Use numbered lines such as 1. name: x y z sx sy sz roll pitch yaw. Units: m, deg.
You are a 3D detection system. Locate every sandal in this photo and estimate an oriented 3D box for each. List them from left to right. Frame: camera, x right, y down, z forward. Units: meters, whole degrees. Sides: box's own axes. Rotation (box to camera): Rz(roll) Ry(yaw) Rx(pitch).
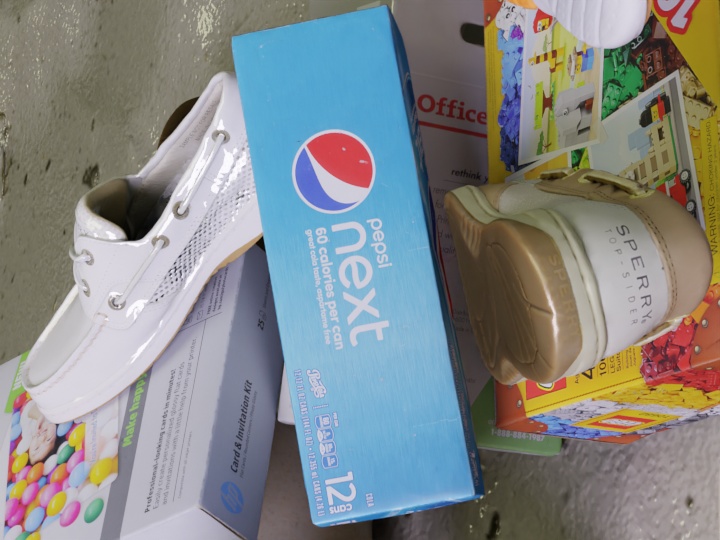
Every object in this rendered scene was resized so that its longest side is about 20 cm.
1. sandal: 0.086 -0.135 0.770 0.207 0.059 0.079 -121 21 -60

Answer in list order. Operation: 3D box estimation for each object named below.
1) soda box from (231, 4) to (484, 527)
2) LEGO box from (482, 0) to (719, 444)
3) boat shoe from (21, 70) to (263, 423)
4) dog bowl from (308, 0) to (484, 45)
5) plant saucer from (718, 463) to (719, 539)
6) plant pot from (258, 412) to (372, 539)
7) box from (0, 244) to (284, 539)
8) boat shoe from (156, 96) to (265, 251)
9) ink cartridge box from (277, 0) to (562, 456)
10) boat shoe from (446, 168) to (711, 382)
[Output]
1. soda box: 0.000 0.000 0.826 0.064 0.068 0.201 37 -137 -81
2. LEGO box: 0.123 -0.043 0.816 0.149 0.077 0.201 -25 61 54
3. boat shoe: -0.102 -0.015 0.922 0.200 0.069 0.071 -48 33 19
4. dog bowl: 0.028 -0.160 1.026 0.200 0.058 0.201 -23 62 55
5. plant saucer: 0.150 0.120 0.652 0.201 0.051 0.201 -4 -90 -86
6. plant pot: -0.069 0.172 0.994 0.200 0.200 0.184 -27 48 53
7. box: -0.124 0.087 0.955 0.200 0.041 0.156 -26 39 33
8. boat shoe: -0.077 -0.014 1.147 0.067 0.074 0.200 90 174 -50
9. ink cartridge box: 0.037 -0.023 0.914 0.067 0.117 0.201 -3 79 63
10. boat shoe: 0.075 0.000 0.720 0.200 0.066 0.074 -135 30 -81
